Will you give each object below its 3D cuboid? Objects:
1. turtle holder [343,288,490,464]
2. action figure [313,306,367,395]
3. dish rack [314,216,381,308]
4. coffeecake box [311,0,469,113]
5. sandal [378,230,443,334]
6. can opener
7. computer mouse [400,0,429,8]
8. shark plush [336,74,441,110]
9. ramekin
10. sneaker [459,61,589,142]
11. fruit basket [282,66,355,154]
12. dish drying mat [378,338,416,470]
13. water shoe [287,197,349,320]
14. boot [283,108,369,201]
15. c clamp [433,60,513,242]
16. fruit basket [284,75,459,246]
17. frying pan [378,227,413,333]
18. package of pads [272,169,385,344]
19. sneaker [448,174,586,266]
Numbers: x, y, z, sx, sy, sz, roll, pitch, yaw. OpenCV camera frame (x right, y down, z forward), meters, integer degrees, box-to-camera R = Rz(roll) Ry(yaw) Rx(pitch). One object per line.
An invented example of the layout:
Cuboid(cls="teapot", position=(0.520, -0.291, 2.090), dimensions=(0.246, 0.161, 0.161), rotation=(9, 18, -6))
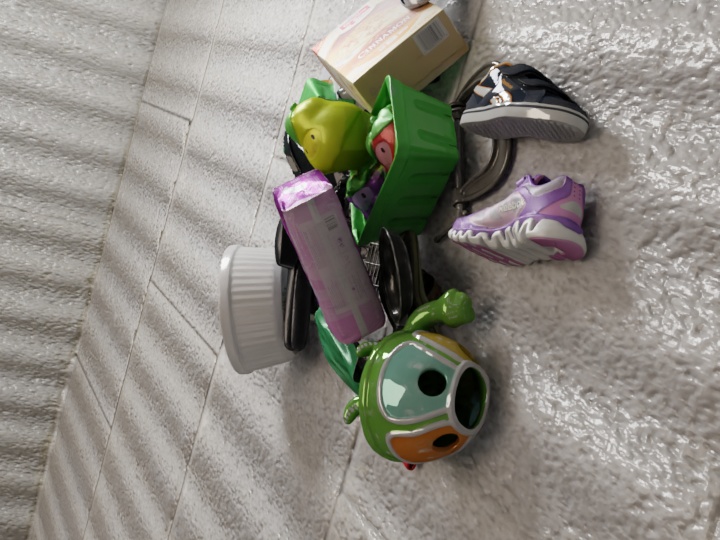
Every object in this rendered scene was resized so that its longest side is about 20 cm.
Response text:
Cuboid(cls="turtle holder", position=(0.082, 0.128, 1.220), dimensions=(0.131, 0.141, 0.186), rotation=(-6, 35, 44))
Cuboid(cls="action figure", position=(-0.019, 0.103, 1.442), dimensions=(0.200, 0.054, 0.119), rotation=(-129, 24, -52))
Cuboid(cls="dish rack", position=(0.000, 0.000, 1.528), dimensions=(0.200, 0.054, 0.154), rotation=(15, 93, 64))
Cuboid(cls="coffeecake box", position=(0.036, -0.304, 1.491), dimensions=(0.153, 0.073, 0.200), rotation=(-40, 30, 1))
Cuboid(cls="sandal", position=(0.074, 0.048, 1.349), dimensions=(0.080, 0.057, 0.202), rotation=(-36, 61, 48))
Cuboid(cls="can opener", position=(-0.093, 0.019, 1.594), dimensions=(0.063, 0.078, 0.201), rotation=(-167, 79, -74))
Cuboid(cls="computer mouse", position=(0.075, -0.421, 1.493), dimensions=(0.109, 0.044, 0.200), rotation=(-27, 31, 12))
Cuboid(cls="shark plush", position=(0.043, -0.270, 1.556), dimensions=(0.083, 0.091, 0.200), rotation=(-52, 12, -20))
Cuboid(cls="ramekin", position=(-0.150, 0.058, 1.682), dimensions=(0.202, 0.094, 0.203), rotation=(-4, -90, -82))
Cuboid(cls="sneaker", position=(0.183, -0.189, 1.196), dimensions=(0.200, 0.078, 0.080), rotation=(16, 84, 60))
Cuboid(cls="fruit basket", position=(-0.064, -0.247, 1.774), dimensions=(0.200, 0.093, 0.186), rotation=(-103, 32, -72))
Cuboid(cls="dish drying mat", position=(0.047, 0.168, 1.386), dimensions=(0.077, 0.018, 0.200), rotation=(-67, 25, 19))
Cuboid(cls="water shoe", position=(-0.061, -0.026, 1.648), dimensions=(0.079, 0.071, 0.201), rotation=(-25, 56, 57))
Cuboid(cls="boot", position=(-0.031, -0.178, 1.579), dimensions=(0.162, 0.073, 0.199), rotation=(-41, 47, 33))
Cuboid(cls="c clamp", position=(0.134, -0.153, 1.344), dimensions=(0.171, 0.027, 0.201), rotation=(-30, 52, 58))
Cuboid(cls="fruit basket", position=(0.003, -0.146, 1.382), dimensions=(0.216, 0.215, 0.156), rotation=(-50, 34, 45))
Cuboid(cls="frying pan", position=(0.047, 0.042, 1.287), dimensions=(0.115, 0.031, 0.191), rotation=(137, 124, -80))
Cuboid(cls="package of pads", position=(-0.039, -0.018, 1.356), dimensions=(0.121, 0.075, 0.201), rotation=(-127, 14, -69))
Cuboid(cls="sneaker", position=(0.173, -0.057, 1.163), dimensions=(0.200, 0.080, 0.089), rotation=(-4, 68, 60))
